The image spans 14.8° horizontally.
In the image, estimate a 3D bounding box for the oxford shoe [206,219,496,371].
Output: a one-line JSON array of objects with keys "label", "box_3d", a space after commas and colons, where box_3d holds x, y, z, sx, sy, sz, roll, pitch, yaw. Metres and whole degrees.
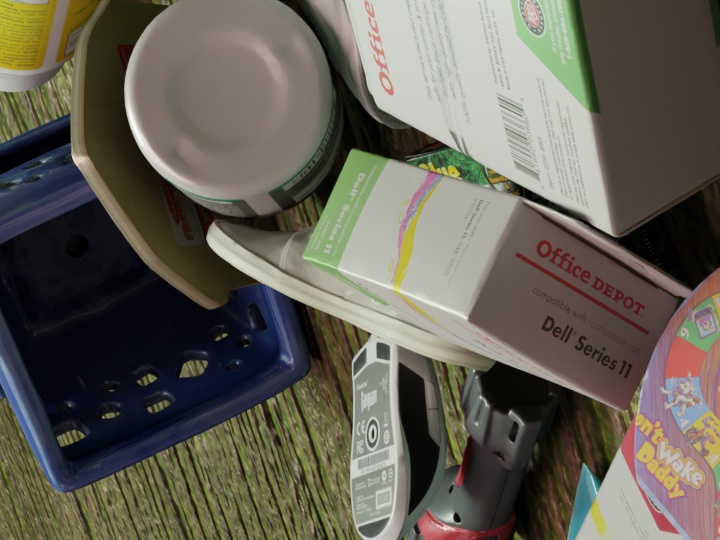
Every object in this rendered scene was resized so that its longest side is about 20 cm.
[{"label": "oxford shoe", "box_3d": [0.000, 0.000, 1.554, 0.199, 0.075, 0.058, 21, 97, 34]}]

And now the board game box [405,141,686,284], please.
[{"label": "board game box", "box_3d": [0.094, -0.028, 1.469, 0.105, 0.023, 0.200, 62, 157, -9]}]

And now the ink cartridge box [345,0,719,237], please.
[{"label": "ink cartridge box", "box_3d": [0.077, -0.125, 1.309, 0.200, 0.084, 0.147, 33, 145, 48]}]

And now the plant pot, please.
[{"label": "plant pot", "box_3d": [-0.175, 0.001, 1.863, 0.180, 0.199, 0.201, 35, 147, 59]}]

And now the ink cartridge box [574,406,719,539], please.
[{"label": "ink cartridge box", "box_3d": [0.183, 0.160, 1.397, 0.146, 0.083, 0.200, 63, 160, 23]}]

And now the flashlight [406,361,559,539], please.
[{"label": "flashlight", "box_3d": [0.072, 0.110, 1.635, 0.067, 0.068, 0.201, 26, 144, 11]}]

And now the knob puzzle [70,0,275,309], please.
[{"label": "knob puzzle", "box_3d": [-0.124, -0.070, 1.653, 0.030, 0.220, 0.221, -19, 103, 24]}]

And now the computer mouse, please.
[{"label": "computer mouse", "box_3d": [0.024, 0.063, 1.616, 0.110, 0.044, 0.202, 157, 116, -62]}]

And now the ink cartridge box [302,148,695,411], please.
[{"label": "ink cartridge box", "box_3d": [0.073, 0.007, 1.375, 0.117, 0.068, 0.200, 29, 175, -32]}]

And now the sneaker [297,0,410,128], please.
[{"label": "sneaker", "box_3d": [-0.014, -0.171, 1.470, 0.080, 0.070, 0.201, 36, 147, 51]}]

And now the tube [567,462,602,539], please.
[{"label": "tube", "box_3d": [0.178, 0.199, 1.539, 0.200, 0.050, 0.078, 51, 148, 32]}]

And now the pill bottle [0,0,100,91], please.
[{"label": "pill bottle", "box_3d": [-0.221, -0.199, 1.819, 0.113, 0.112, 0.200, 55, 156, 13]}]

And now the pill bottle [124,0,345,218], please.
[{"label": "pill bottle", "box_3d": [-0.066, -0.088, 1.554, 0.114, 0.113, 0.200, 59, 180, 4]}]

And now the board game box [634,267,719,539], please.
[{"label": "board game box", "box_3d": [0.197, 0.085, 1.243, 0.158, 0.039, 0.200, -51, 62, 25]}]
